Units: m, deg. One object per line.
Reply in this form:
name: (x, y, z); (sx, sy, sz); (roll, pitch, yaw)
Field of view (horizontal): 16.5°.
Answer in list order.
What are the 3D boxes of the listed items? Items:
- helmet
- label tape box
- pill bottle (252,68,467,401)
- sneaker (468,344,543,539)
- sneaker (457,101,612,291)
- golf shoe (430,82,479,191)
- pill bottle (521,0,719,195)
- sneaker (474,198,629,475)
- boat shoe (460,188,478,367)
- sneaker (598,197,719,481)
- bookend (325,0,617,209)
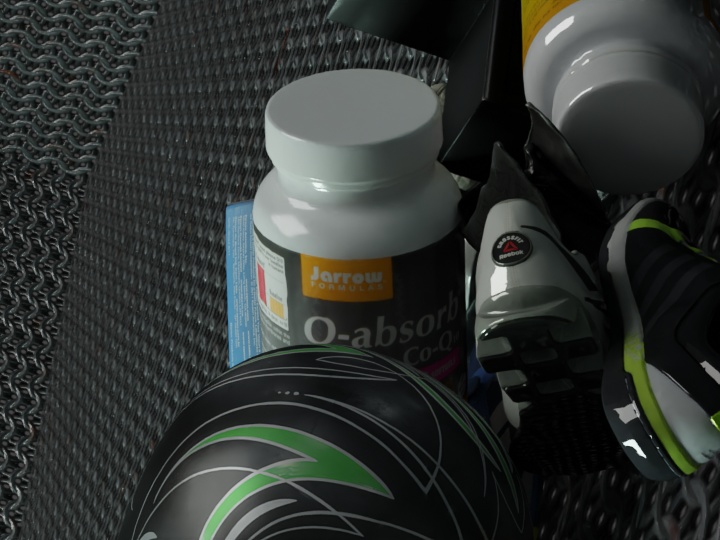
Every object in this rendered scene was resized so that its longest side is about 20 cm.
helmet: (-0.013, 0.133, 1.260); (0.191, 0.200, 0.200); (-45, 21, 15)
label tape box: (-0.022, 0.022, 1.558); (0.200, 0.063, 0.145); (174, 94, -67)
pill bottle: (0.000, 0.000, 1.360); (0.117, 0.116, 0.201); (-96, 3, -60)
sneaker: (0.062, 0.106, 1.437); (0.074, 0.082, 0.201); (119, 166, -47)
sneaker: (0.095, -0.011, 1.326); (0.060, 0.104, 0.200); (-45, -5, -17)
golf shoe: (0.049, -0.028, 1.729); (0.201, 0.078, 0.097); (-66, -12, 1)
pill bottle: (0.141, -0.134, 1.345); (0.201, 0.109, 0.109); (-87, 19, -48)
sneaker: (0.099, 0.035, 1.246); (0.200, 0.074, 0.089); (70, -167, -57)
boat shoe: (0.052, 0.024, 1.521); (0.076, 0.060, 0.201); (-39, -30, -42)
sneaker: (0.166, 0.026, 1.186); (0.083, 0.072, 0.200); (-28, 29, 22)
bookend: (0.068, -0.150, 1.475); (0.092, 0.199, 0.199); (124, 159, -54)
